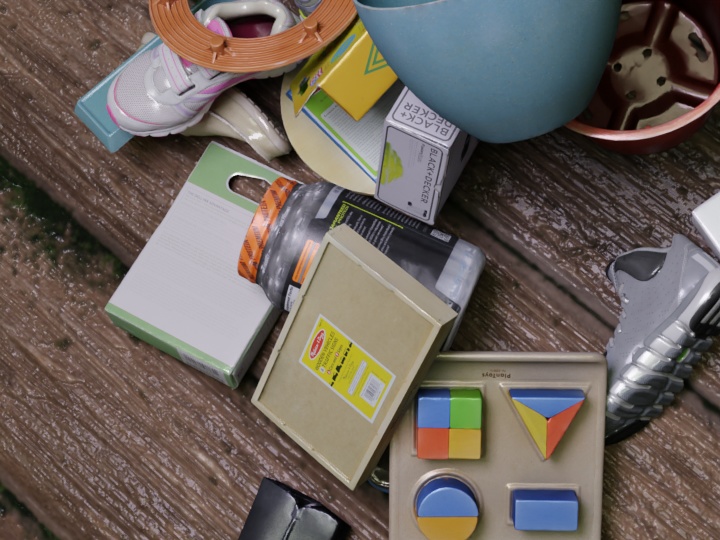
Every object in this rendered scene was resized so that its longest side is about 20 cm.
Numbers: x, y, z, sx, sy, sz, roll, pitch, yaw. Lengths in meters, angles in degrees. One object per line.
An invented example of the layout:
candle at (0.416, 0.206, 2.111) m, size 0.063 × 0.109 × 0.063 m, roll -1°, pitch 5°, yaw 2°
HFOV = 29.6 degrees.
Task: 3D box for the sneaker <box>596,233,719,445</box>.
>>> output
sneaker at (0.241, 0.053, 1.204) m, size 0.200 × 0.075 × 0.116 m, roll -52°, pitch 49°, yaw 17°

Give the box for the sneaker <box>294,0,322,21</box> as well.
sneaker at (0.000, -0.315, 1.281) m, size 0.073 × 0.081 × 0.201 m, roll 22°, pitch 75°, yaw 27°

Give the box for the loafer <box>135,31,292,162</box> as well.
loafer at (-0.148, -0.156, 1.323) m, size 0.200 × 0.076 × 0.069 m, roll 37°, pitch 95°, yaw 25°

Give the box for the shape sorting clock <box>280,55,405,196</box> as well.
shape sorting clock at (0.023, -0.164, 1.285) m, size 0.198 × 0.039 × 0.202 m, roll -1°, pitch 76°, yaw 2°

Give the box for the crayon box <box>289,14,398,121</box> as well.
crayon box at (0.020, -0.209, 1.190) m, size 0.051 × 0.127 × 0.200 m, roll 39°, pitch 103°, yaw -17°

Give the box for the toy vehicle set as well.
toy vehicle set at (-0.010, 0.075, 1.139) m, size 0.124 × 0.026 × 0.201 m, roll 39°, pitch 127°, yaw 18°

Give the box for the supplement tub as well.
supplement tub at (0.000, 0.000, 1.214) m, size 0.199 × 0.123 × 0.123 m, roll 24°, pitch 90°, yaw 6°

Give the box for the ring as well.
ring at (-0.091, -0.256, 1.202) m, size 0.199 × 0.019 × 0.202 m, roll -4°, pitch 55°, yaw 6°

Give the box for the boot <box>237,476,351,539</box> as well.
boot at (-0.123, 0.283, 1.262) m, size 0.164 × 0.066 × 0.201 m, roll 27°, pitch 94°, yaw 8°

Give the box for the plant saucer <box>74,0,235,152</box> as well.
plant saucer at (-0.180, -0.198, 1.294) m, size 0.200 × 0.019 × 0.070 m, roll -41°, pitch 63°, yaw -10°

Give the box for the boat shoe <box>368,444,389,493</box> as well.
boat shoe at (0.090, 0.150, 1.220) m, size 0.199 × 0.072 × 0.073 m, roll -20°, pitch 80°, yaw 12°

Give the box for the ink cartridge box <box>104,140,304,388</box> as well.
ink cartridge box at (-0.133, -0.008, 1.313) m, size 0.145 × 0.048 × 0.201 m, roll 25°, pitch 71°, yaw 16°

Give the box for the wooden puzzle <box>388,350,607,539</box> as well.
wooden puzzle at (0.116, 0.167, 1.156) m, size 0.183 × 0.046 × 0.202 m, roll 0°, pitch 105°, yaw 1°

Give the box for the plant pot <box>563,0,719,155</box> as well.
plant pot at (0.233, -0.189, 1.160) m, size 0.199 × 0.195 × 0.203 m, roll -2°, pitch 82°, yaw 14°

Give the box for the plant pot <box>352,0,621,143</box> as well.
plant pot at (0.109, -0.175, 1.008) m, size 0.199 × 0.201 × 0.136 m, roll -16°, pitch 115°, yaw 12°

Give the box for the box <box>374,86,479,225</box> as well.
box at (0.084, -0.154, 1.178) m, size 0.060 × 0.117 × 0.201 m, roll 24°, pitch 61°, yaw 10°

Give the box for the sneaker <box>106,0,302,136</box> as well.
sneaker at (-0.142, -0.194, 1.230) m, size 0.199 × 0.088 × 0.082 m, roll -31°, pitch 80°, yaw -7°

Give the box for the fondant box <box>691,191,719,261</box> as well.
fondant box at (0.407, -0.045, 1.169) m, size 0.199 × 0.058 × 0.145 m, roll -35°, pitch 76°, yaw 9°
